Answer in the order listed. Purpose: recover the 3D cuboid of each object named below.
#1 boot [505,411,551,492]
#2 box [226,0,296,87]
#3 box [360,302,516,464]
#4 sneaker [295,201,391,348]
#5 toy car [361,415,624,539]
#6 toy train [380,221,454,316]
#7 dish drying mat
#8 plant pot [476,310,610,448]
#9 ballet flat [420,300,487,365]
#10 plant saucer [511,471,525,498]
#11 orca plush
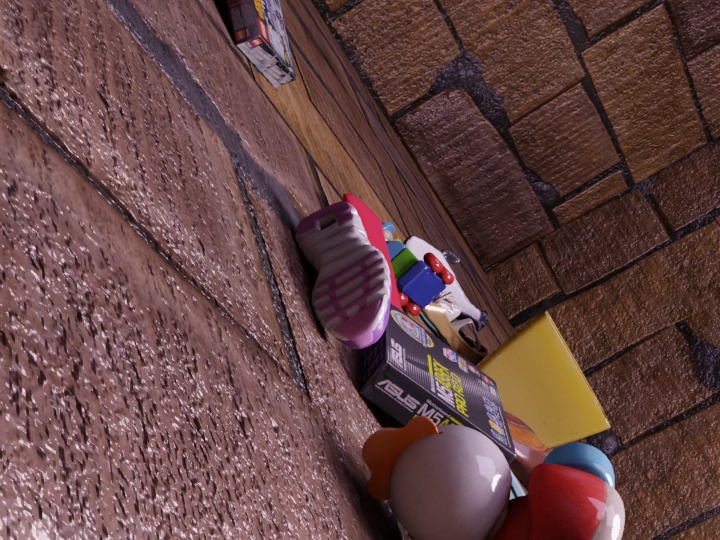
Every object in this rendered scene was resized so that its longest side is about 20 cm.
[{"bbox_3d":[0.176,0.212,1.242,0.200,0.068,0.189,33,18,-40],"label":"boot"},{"bbox_3d":[-0.148,-0.377,1.461,0.137,0.040,0.201,38,37,-67],"label":"box"},{"bbox_3d":[0.076,0.119,1.067,0.160,0.044,0.200,38,12,-8],"label":"box"},{"bbox_3d":[-0.005,0.016,1.030,0.200,0.080,0.089,-109,174,-54],"label":"sneaker"},{"bbox_3d":[0.081,0.195,0.804,0.199,0.177,0.184,32,24,2],"label":"toy car"},{"bbox_3d":[0.075,0.001,1.540,0.116,0.085,0.200,49,4,23],"label":"toy train"},{"bbox_3d":[0.016,-0.011,1.286,0.077,0.018,0.201,44,24,-40],"label":"dish drying mat"},{"bbox_3d":[0.275,0.195,1.687,0.201,0.176,0.200,62,9,6],"label":"plant pot"},{"bbox_3d":[0.146,0.083,1.695,0.200,0.063,0.069,54,10,-35],"label":"ballet flat"},{"bbox_3d":[0.188,0.297,1.313,0.201,0.039,0.201,57,10,-15],"label":"plant saucer"},{"bbox_3d":[0.135,0.025,1.789,0.200,0.106,0.071,34,-25,-14],"label":"orca plush"}]
